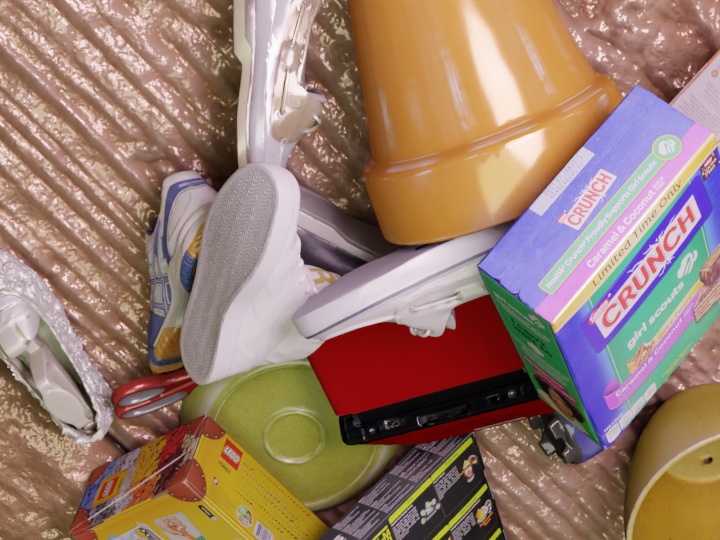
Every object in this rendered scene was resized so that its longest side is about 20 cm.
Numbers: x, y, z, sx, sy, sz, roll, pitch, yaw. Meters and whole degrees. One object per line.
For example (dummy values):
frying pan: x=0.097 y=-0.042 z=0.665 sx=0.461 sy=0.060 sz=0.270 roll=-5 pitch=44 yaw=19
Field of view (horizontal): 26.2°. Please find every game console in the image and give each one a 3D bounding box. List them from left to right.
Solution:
game console: x=0.072 y=0.065 z=1.246 sx=0.199 sy=0.120 sz=0.172 roll=-17 pitch=165 yaw=32

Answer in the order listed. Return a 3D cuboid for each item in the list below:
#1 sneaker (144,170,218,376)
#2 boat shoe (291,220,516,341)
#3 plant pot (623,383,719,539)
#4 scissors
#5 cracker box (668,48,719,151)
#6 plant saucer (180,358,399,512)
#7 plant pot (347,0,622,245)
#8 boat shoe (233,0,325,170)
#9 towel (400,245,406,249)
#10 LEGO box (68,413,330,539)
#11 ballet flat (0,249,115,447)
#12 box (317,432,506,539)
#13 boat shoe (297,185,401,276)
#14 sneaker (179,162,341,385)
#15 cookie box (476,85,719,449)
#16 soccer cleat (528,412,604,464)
sneaker: x=-0.138 y=0.003 z=1.250 sx=0.075 sy=0.088 sz=0.201 roll=-13 pitch=145 yaw=-31
boat shoe: x=0.049 y=0.015 z=1.117 sx=0.199 sy=0.072 sz=0.066 roll=-25 pitch=100 yaw=2
plant pot: x=0.311 y=0.178 z=1.329 sx=0.198 sy=0.142 sz=0.202 roll=-2 pitch=119 yaw=-4
scissors: x=-0.118 y=0.078 z=1.290 sx=0.198 sy=0.014 sz=0.073 roll=-23 pitch=159 yaw=1
cracker box: x=0.268 y=-0.083 z=1.196 sx=0.200 sy=0.058 sz=0.133 roll=-48 pitch=150 yaw=20
plant saucer: x=-0.058 y=0.138 z=1.344 sx=0.198 sy=0.031 sz=0.202 roll=-1 pitch=118 yaw=-3
plant pot: x=0.077 y=-0.143 z=1.123 sx=0.198 sy=0.200 sz=0.185 roll=-20 pitch=103 yaw=7
boat shoe: x=-0.060 y=-0.124 z=1.162 sx=0.068 sy=0.075 sz=0.202 roll=-1 pitch=106 yaw=-4
towel: x=0.122 y=-0.059 z=1.203 sx=0.198 sy=0.086 sz=0.018 roll=-23 pitch=90 yaw=-4
LEGO box: x=-0.126 y=0.237 z=1.342 sx=0.148 sy=0.078 sz=0.200 roll=-27 pitch=119 yaw=32
ballet flat: x=-0.264 y=0.065 z=1.270 sx=0.071 sy=0.072 sz=0.201 roll=-29 pitch=116 yaw=12
box: x=0.048 y=0.267 z=1.346 sx=0.200 sy=0.047 sz=0.194 roll=-40 pitch=123 yaw=-32
boat shoe: x=0.000 y=0.000 z=1.249 sx=0.199 sy=0.074 sz=0.061 roll=27 pitch=113 yaw=-14
sneaker: x=-0.059 y=-0.004 z=1.160 sx=0.115 sy=0.074 sz=0.201 roll=-9 pitch=139 yaw=-35
cookie box: x=0.179 y=0.003 z=1.068 sx=0.171 sy=0.075 sz=0.200 roll=-48 pitch=146 yaw=-10
soccer cleat: x=0.171 y=0.071 z=1.318 sx=0.083 sy=0.065 sz=0.202 roll=-30 pitch=116 yaw=-21
